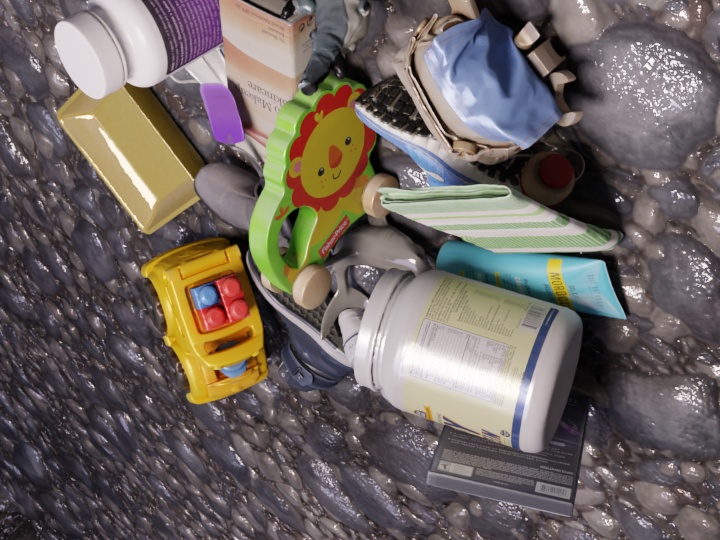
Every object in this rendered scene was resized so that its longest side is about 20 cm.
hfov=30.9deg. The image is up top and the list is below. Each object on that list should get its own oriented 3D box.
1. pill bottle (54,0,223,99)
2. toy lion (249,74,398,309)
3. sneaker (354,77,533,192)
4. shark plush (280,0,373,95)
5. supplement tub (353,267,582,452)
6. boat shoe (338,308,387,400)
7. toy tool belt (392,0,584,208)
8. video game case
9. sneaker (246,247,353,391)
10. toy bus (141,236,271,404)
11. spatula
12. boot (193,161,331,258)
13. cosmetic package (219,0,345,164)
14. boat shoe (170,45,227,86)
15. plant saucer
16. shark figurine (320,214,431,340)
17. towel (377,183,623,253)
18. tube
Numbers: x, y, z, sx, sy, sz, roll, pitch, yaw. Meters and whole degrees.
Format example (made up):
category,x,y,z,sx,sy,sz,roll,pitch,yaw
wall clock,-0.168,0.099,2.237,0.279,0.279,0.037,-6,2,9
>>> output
category,x,y,z,sx,sy,sz,roll,pitch,yaw
pill bottle,-0.203,-0.254,1.309,0.111,0.199,0.112,35,146,29
toy lion,-0.046,-0.089,1.321,0.068,0.201,0.192,26,161,33
sneaker,0.073,-0.111,1.257,0.199,0.078,0.090,35,144,19
shark plush,-0.033,-0.228,1.174,0.082,0.203,0.091,11,155,-2
supplement tub,0.107,0.083,1.286,0.198,0.146,0.146,17,139,18
boat shoe,0.036,0.095,1.503,0.200,0.073,0.067,47,-163,-57
toy tool belt,0.125,-0.148,1.115,0.200,0.125,0.123,46,156,1
video game case,0.154,0.170,1.313,0.141,0.200,0.019,11,116,10
sneaker,-0.087,0.065,1.635,0.203,0.077,0.146,47,145,0
toy bus,-0.175,0.065,1.620,0.192,0.134,0.203,4,112,70
spatula,-0.111,-0.107,1.364,0.056,0.021,0.201,7,134,49
boot,-0.110,-0.078,1.485,0.199,0.070,0.132,33,167,9
cosmetic package,-0.077,-0.205,1.325,0.103,0.087,0.202,28,143,26
boat shoe,-0.205,-0.250,1.431,0.074,0.086,0.203,-15,112,55
plant saucer,-0.282,-0.160,1.656,0.201,0.048,0.199,53,148,-9
shark figurine,-0.015,-0.005,1.461,0.129,0.089,0.214,56,149,2
towel,0.129,-0.046,1.179,0.151,0.024,0.199,1,169,41
tube,0.168,0.006,1.303,0.198,0.051,0.078,9,146,39
